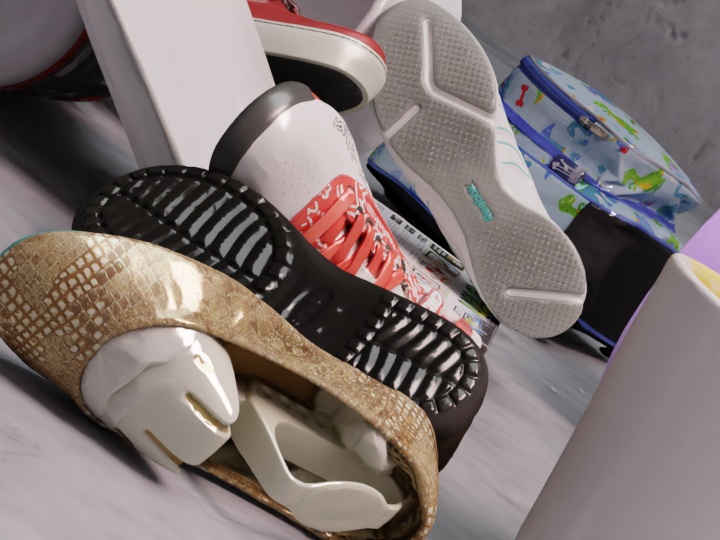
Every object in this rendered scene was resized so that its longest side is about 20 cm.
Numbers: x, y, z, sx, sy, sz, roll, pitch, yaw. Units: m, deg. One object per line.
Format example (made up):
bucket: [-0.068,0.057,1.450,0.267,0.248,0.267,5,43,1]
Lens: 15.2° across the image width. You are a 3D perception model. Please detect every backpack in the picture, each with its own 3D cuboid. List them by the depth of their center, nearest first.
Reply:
backpack: [0.122,-0.058,1.819,0.200,0.147,0.183,38,7,27]

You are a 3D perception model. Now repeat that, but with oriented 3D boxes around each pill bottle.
pill bottle: [-0.152,-0.142,1.335,0.116,0.116,0.200,38,9,12]

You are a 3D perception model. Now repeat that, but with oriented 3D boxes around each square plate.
square plate: [-0.083,-0.098,1.259,0.198,0.028,0.200,-72,145,-66]

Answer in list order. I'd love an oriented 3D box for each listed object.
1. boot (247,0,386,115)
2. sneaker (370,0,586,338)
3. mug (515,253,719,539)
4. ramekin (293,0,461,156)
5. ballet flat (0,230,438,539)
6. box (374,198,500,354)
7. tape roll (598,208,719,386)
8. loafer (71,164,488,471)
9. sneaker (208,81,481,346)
boot: [-0.054,-0.161,1.481,0.200,0.144,0.072,12,-28,32]
sneaker: [0.057,-0.052,1.480,0.080,0.070,0.200,118,-53,-87]
mug: [0.148,0.101,1.088,0.149,0.153,0.187,40,10,27]
ramekin: [-0.038,-0.153,1.570,0.200,0.200,0.098,44,2,40]
ballet flat: [-0.043,0.048,0.946,0.200,0.071,0.065,26,28,-34]
box: [0.024,0.009,1.467,0.110,0.035,0.200,36,9,2]
tape roll: [0.226,0.034,1.564,0.066,0.200,0.200,41,10,22]
loafer: [-0.038,0.028,1.089,0.200,0.073,0.071,33,-36,28]
sneaker: [0.001,0.000,1.177,0.108,0.067,0.201,43,-13,23]
